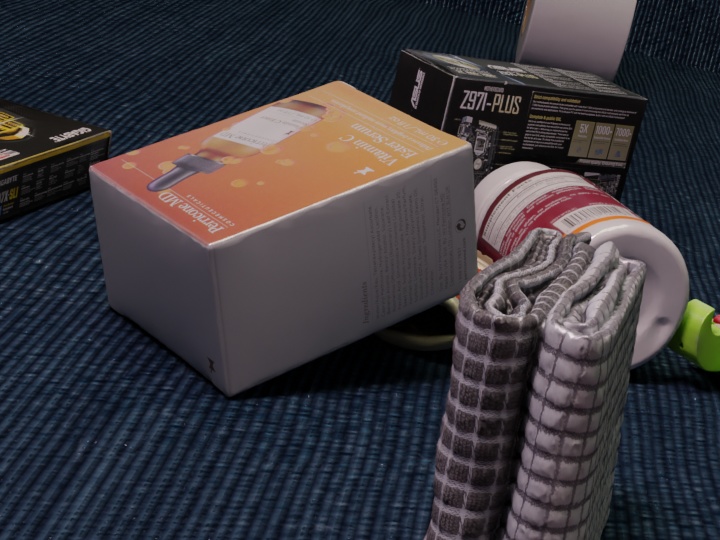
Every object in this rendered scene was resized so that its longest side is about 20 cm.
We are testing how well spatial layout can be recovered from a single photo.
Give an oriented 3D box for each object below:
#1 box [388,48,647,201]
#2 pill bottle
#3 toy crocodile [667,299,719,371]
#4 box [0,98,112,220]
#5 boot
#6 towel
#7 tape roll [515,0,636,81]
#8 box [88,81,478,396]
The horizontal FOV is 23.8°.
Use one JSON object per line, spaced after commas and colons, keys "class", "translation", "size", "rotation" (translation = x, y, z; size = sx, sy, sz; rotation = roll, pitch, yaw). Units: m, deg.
{"class": "box", "translation": [0.118, -0.086, 1.415], "size": [0.199, 0.164, 0.086], "rotation": [2, 20, -32]}
{"class": "pill bottle", "translation": [0.153, -0.010, 1.279], "size": [0.114, 0.115, 0.200], "rotation": [7, 17, -19]}
{"class": "toy crocodile", "translation": [0.313, 0.058, 1.270], "size": [0.199, 0.062, 0.068], "rotation": [6, 18, -23]}
{"class": "box", "translation": [-0.308, -0.095, 1.325], "size": [0.159, 0.050, 0.200], "rotation": [16, 17, 15]}
{"class": "boot", "translation": [0.000, 0.000, 1.214], "size": [0.199, 0.075, 0.107], "rotation": [18, 22, 13]}
{"class": "towel", "translation": [0.087, 0.074, 0.873], "size": [0.085, 0.166, 0.200], "rotation": [11, 16, 13]}
{"class": "tape roll", "translation": [0.307, -0.368, 2.414], "size": [0.139, 0.203, 0.203], "rotation": [12, 17, 0]}
{"class": "box", "translation": [-0.047, -0.028, 1.097], "size": [0.200, 0.107, 0.152], "rotation": [-23, 34, -30]}
